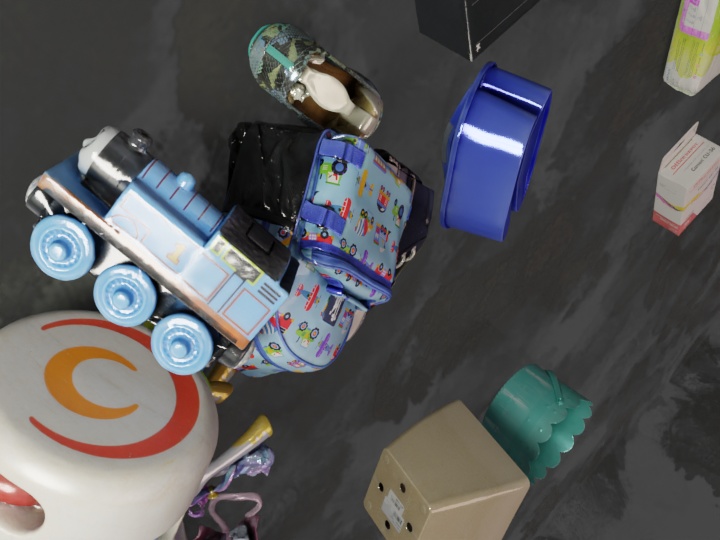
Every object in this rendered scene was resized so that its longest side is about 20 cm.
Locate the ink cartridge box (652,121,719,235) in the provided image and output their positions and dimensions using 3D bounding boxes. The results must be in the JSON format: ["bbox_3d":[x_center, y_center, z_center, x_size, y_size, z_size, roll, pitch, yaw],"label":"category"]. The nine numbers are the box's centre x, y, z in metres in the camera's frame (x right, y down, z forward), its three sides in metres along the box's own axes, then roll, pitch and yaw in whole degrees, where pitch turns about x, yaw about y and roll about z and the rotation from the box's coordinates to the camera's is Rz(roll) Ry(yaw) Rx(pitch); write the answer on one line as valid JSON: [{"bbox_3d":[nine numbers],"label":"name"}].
[{"bbox_3d":[0.627,-0.174,1.552,0.116,0.067,0.201,-45,148,-12],"label":"ink cartridge box"}]

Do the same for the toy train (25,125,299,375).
[{"bbox_3d":[-0.141,-0.016,0.584,0.114,0.199,0.087,-46,-169,15],"label":"toy train"}]

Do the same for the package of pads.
[{"bbox_3d":[0.539,-0.383,1.222,0.154,0.068,0.202,-38,146,-23],"label":"package of pads"}]

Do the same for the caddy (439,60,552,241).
[{"bbox_3d":[0.141,-0.132,0.919,0.142,0.103,0.203,-53,157,-45],"label":"caddy"}]

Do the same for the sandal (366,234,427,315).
[{"bbox_3d":[0.001,0.000,0.899,0.200,0.080,0.057,-39,-179,-30],"label":"sandal"}]

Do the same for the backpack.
[{"bbox_3d":[-0.050,-0.004,0.705,0.182,0.132,0.204,42,60,-60],"label":"backpack"}]

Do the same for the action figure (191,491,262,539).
[{"bbox_3d":[-0.182,0.378,1.047,0.201,0.131,0.152,86,7,-64],"label":"action figure"}]

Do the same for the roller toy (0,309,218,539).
[{"bbox_3d":[-0.209,0.135,0.597,0.197,0.184,0.141,15,120,-24],"label":"roller toy"}]

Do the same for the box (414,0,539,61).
[{"bbox_3d":[0.136,-0.317,0.746,0.200,0.079,0.142,-43,145,-16],"label":"box"}]

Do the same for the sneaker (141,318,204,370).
[{"bbox_3d":[-0.164,0.034,0.728,0.105,0.075,0.202,-30,149,-57],"label":"sneaker"}]

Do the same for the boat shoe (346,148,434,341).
[{"bbox_3d":[0.022,-0.015,0.841,0.092,0.074,0.204,22,82,-41],"label":"boat shoe"}]

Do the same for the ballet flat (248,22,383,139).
[{"bbox_3d":[-0.022,-0.148,0.718,0.075,0.074,0.199,-58,149,11],"label":"ballet flat"}]

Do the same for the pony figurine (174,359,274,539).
[{"bbox_3d":[-0.183,0.206,0.815,0.198,0.165,0.196,-28,110,-28],"label":"pony figurine"}]

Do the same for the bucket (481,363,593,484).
[{"bbox_3d":[0.342,0.294,1.586,0.206,0.134,0.209,-33,145,-27],"label":"bucket"}]

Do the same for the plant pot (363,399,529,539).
[{"bbox_3d":[0.122,0.364,1.328,0.174,0.200,0.203,-5,128,-36],"label":"plant pot"}]
